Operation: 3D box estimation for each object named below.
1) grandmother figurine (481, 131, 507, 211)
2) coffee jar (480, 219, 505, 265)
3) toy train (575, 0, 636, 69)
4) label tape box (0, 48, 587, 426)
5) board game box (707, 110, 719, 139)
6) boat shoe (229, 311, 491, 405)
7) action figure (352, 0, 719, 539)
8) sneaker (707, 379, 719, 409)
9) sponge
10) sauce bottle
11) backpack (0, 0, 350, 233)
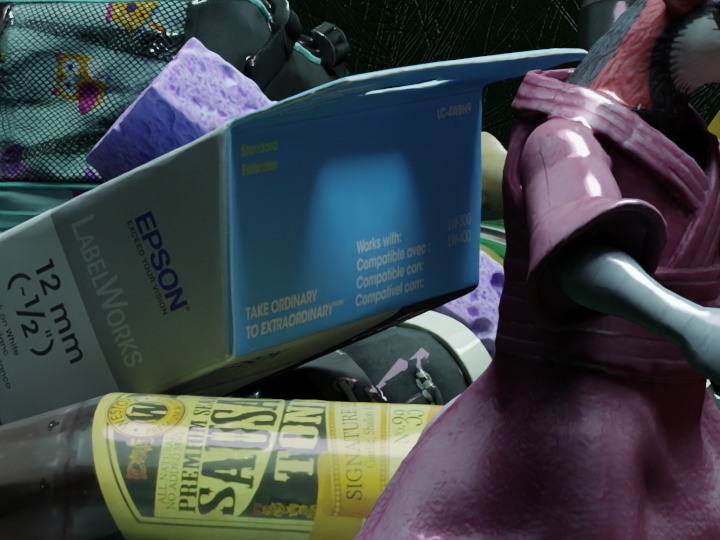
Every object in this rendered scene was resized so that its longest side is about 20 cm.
[{"bbox_3d":[-0.036,-0.014,1.262,0.200,0.061,0.121,-29,39,-19],"label":"grandmother figurine"},{"bbox_3d":[0.045,0.024,1.168,0.104,0.086,0.200,10,6,30],"label":"coffee jar"},{"bbox_3d":[0.079,-0.016,0.844,0.034,0.046,0.200,-8,42,10],"label":"toy train"},{"bbox_3d":[-0.036,0.000,0.849,0.200,0.066,0.143,-22,-4,32],"label":"label tape box"},{"bbox_3d":[0.204,0.030,0.858,0.153,0.040,0.200,7,42,-36],"label":"board game box"},{"bbox_3d":[-0.033,0.045,0.992,0.068,0.072,0.200,-28,17,-29],"label":"boat shoe"},{"bbox_3d":[0.059,0.014,0.692,0.149,0.201,0.134,7,5,31],"label":"action figure"},{"bbox_3d":[0.094,0.053,0.864,0.200,0.098,0.071,0,10,-35],"label":"sneaker"},{"bbox_3d":[0.000,0.000,1.003,0.200,0.030,0.112,37,-19,-6],"label":"sponge"},{"bbox_3d":[-0.049,0.065,0.771,0.199,0.066,0.066,1,5,4],"label":"sauce bottle"},{"bbox_3d":[-0.122,-0.049,1.153,0.200,0.154,0.176,11,0,16],"label":"backpack"}]
